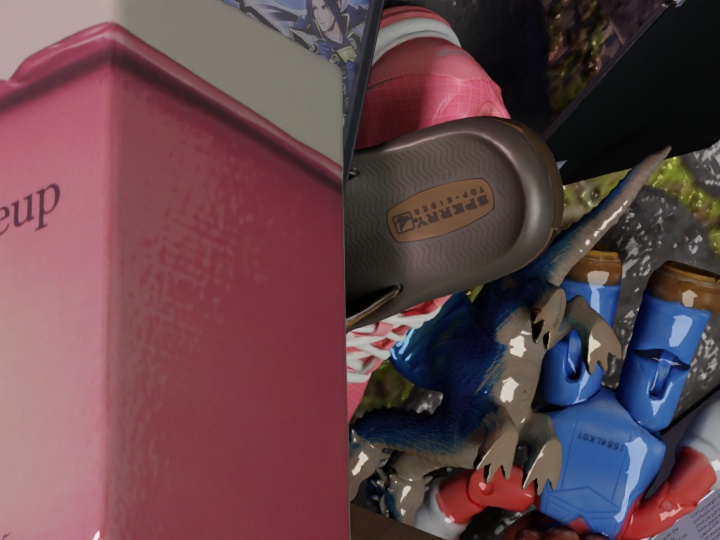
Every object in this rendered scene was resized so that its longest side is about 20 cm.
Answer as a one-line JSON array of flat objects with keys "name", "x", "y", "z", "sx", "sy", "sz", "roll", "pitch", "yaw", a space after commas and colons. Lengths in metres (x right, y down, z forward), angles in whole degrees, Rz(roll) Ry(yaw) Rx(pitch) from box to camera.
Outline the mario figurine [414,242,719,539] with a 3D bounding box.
[{"name": "mario figurine", "x": 0.091, "y": 0.088, "z": 1.279, "sx": 0.106, "sy": 0.123, "sz": 0.201, "roll": 8, "pitch": 98, "yaw": -54}]

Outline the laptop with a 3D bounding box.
[{"name": "laptop", "x": 0.128, "y": -0.141, "z": 1.192, "sx": 0.177, "sy": 0.103, "sz": 0.201, "roll": -16, "pitch": 100, "yaw": -51}]

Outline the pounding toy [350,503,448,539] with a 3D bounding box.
[{"name": "pounding toy", "x": -0.064, "y": 0.190, "z": 1.091, "sx": 0.184, "sy": 0.142, "sz": 0.201, "roll": -20, "pitch": 128, "yaw": -73}]

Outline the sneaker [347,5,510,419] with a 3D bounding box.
[{"name": "sneaker", "x": 0.000, "y": 0.000, "z": 1.167, "sx": 0.074, "sy": 0.087, "sz": 0.201, "roll": 9, "pitch": 110, "yaw": -36}]

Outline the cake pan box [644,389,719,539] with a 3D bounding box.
[{"name": "cake pan box", "x": 0.190, "y": 0.139, "z": 1.400, "sx": 0.200, "sy": 0.052, "sz": 0.184, "roll": -38, "pitch": 132, "yaw": -11}]

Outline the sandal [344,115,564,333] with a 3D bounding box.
[{"name": "sandal", "x": -0.017, "y": 0.001, "z": 1.116, "sx": 0.055, "sy": 0.199, "sz": 0.082, "roll": -29, "pitch": 99, "yaw": -63}]

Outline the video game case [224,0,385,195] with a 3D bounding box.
[{"name": "video game case", "x": -0.067, "y": -0.122, "z": 1.039, "sx": 0.200, "sy": 0.025, "sz": 0.182, "roll": 24, "pitch": 71, "yaw": -40}]

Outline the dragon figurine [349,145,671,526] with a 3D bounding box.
[{"name": "dragon figurine", "x": 0.049, "y": 0.026, "z": 1.217, "sx": 0.059, "sy": 0.099, "sz": 0.201, "roll": 13, "pitch": 101, "yaw": -46}]

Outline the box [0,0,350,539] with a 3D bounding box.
[{"name": "box", "x": -0.083, "y": 0.024, "z": 0.910, "sx": 0.128, "sy": 0.201, "sz": 0.109, "roll": -24, "pitch": 145, "yaw": 35}]
